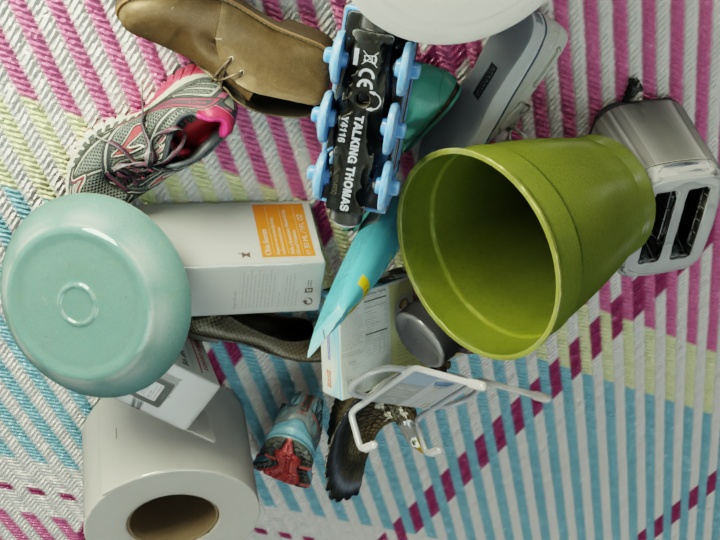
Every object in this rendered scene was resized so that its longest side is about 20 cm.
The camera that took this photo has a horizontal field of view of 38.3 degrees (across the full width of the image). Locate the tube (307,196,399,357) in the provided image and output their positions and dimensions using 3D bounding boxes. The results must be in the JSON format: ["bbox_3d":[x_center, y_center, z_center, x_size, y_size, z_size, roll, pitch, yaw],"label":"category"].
[{"bbox_3d":[0.000,0.000,1.037,0.050,0.200,0.077,31,135,-1],"label":"tube"}]

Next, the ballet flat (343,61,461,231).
[{"bbox_3d":[0.018,-0.128,1.029,0.070,0.067,0.200,32,121,-9],"label":"ballet flat"}]

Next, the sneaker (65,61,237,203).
[{"bbox_3d":[-0.199,-0.112,0.964,0.200,0.075,0.081,-37,132,20],"label":"sneaker"}]

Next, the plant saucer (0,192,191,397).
[{"bbox_3d":[-0.258,0.029,0.972,0.200,0.036,0.200,3,102,13],"label":"plant saucer"}]

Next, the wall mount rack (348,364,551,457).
[{"bbox_3d":[0.090,0.138,1.095,0.174,0.075,0.200,-37,148,31],"label":"wall mount rack"}]

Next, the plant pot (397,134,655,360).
[{"bbox_3d":[0.173,-0.043,0.987,0.193,0.200,0.200,-23,143,-35],"label":"plant pot"}]

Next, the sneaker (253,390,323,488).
[{"bbox_3d":[-0.078,0.210,1.303,0.079,0.096,0.200,24,153,-3],"label":"sneaker"}]

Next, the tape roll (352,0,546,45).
[{"bbox_3d":[0.064,-0.299,0.815,0.202,0.139,0.203,-8,135,-8],"label":"tape roll"}]

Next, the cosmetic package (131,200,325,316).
[{"bbox_3d":[-0.144,-0.013,1.056,0.200,0.101,0.071,-3,133,-14],"label":"cosmetic package"}]

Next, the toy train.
[{"bbox_3d":[0.005,-0.140,0.927,0.087,0.114,0.200,11,113,4],"label":"toy train"}]

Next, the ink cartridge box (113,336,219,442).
[{"bbox_3d":[-0.226,0.094,1.108,0.200,0.116,0.067,32,102,-32],"label":"ink cartridge box"}]

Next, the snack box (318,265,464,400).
[{"bbox_3d":[0.045,0.057,1.137,0.200,0.037,0.116,-16,113,-36],"label":"snack box"}]

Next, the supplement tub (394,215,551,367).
[{"bbox_3d":[0.128,0.016,1.101,0.200,0.107,0.107,-38,141,-24],"label":"supplement tub"}]

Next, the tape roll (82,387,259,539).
[{"bbox_3d":[-0.228,0.244,1.240,0.202,0.139,0.203,-8,134,-8],"label":"tape roll"}]

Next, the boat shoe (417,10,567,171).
[{"bbox_3d":[0.137,-0.162,1.024,0.086,0.075,0.202,10,123,-37],"label":"boat shoe"}]

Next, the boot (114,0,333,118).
[{"bbox_3d":[-0.116,-0.189,0.903,0.200,0.076,0.074,12,158,-23],"label":"boot"}]

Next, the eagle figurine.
[{"bbox_3d":[0.022,0.168,1.241,0.200,0.151,0.152,-33,144,6],"label":"eagle figurine"}]

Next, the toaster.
[{"bbox_3d":[0.304,-0.088,1.092,0.114,0.129,0.200,-7,134,-10],"label":"toaster"}]

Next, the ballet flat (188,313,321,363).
[{"bbox_3d":[-0.108,0.062,1.171,0.200,0.067,0.046,13,111,-21],"label":"ballet flat"}]
